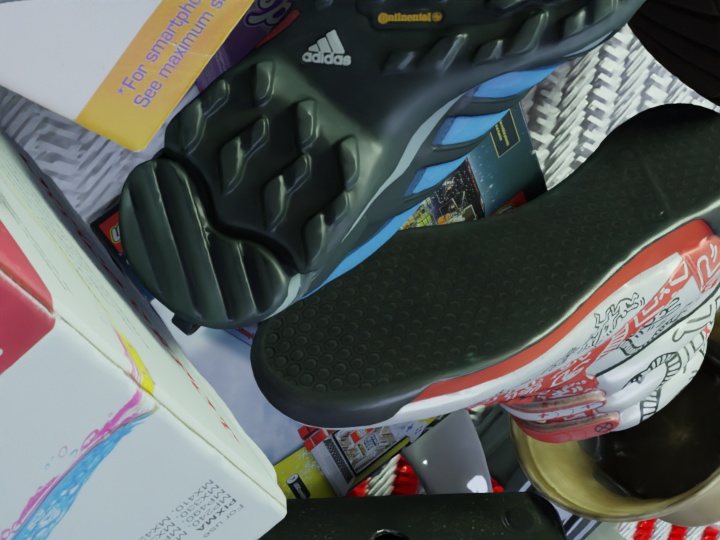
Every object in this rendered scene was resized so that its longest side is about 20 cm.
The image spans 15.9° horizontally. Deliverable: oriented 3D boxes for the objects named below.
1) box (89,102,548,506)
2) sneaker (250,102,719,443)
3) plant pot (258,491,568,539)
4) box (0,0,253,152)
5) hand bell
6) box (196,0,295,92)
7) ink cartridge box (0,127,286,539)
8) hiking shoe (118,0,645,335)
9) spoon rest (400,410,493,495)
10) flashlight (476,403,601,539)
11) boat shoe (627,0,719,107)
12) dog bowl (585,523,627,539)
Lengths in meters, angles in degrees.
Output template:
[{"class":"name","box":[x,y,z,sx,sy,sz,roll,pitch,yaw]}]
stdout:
[{"class":"box","box":[0.000,0.000,0.873,0.136,0.038,0.200,-38,152,-7]},{"class":"sneaker","box":[0.049,0.028,0.860,0.201,0.067,0.108,-28,145,-29]},{"class":"plant pot","box":[0.005,0.188,0.928,0.198,0.200,0.178,0,131,-17]},{"class":"box","box":[-0.093,-0.115,0.511,0.199,0.042,0.119,25,114,-33]},{"class":"hand bell","box":[0.145,0.089,1.007,0.104,0.104,0.200,-42,139,2]},{"class":"box","box":[0.003,-0.123,0.703,0.137,0.039,0.200,-35,151,-10]},{"class":"ink cartridge box","box":[-0.116,0.005,0.619,0.083,0.146,0.200,-40,152,0]},{"class":"hiking shoe","box":[0.014,-0.063,0.705,0.200,0.074,0.087,-40,176,-3]},{"class":"spoon rest","box":[0.018,0.122,1.043,0.099,0.061,0.200,-29,149,-27]},{"class":"flashlight","box":[0.129,0.021,1.044,0.200,0.068,0.068,-48,172,2]},{"class":"boat shoe","box":[0.118,-0.126,0.811,0.075,0.075,0.202,-44,153,-11]},{"class":"dog bowl","box":[0.100,0.202,1.083,0.058,0.200,0.201,-1,134,-29]}]
